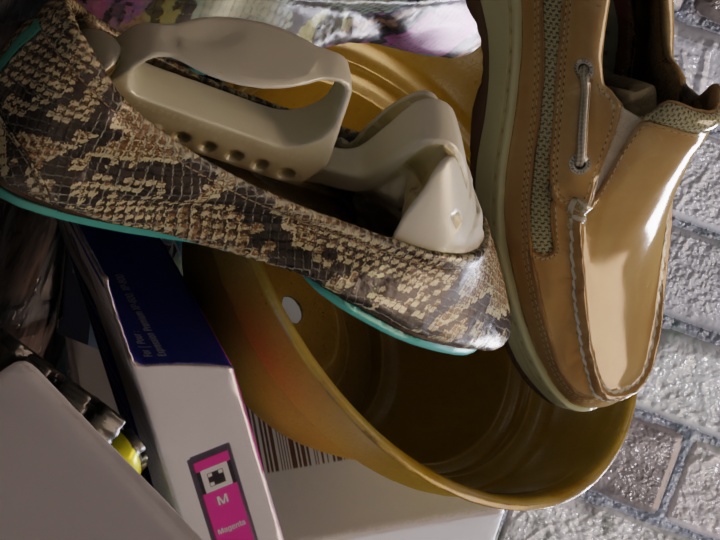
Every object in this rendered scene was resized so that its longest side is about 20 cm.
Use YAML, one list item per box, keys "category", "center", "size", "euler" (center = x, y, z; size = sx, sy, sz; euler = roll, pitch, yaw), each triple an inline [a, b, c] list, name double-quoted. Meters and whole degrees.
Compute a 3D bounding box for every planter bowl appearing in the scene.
- category: "planter bowl"
  center: [0.000, 0.000, 0.955]
  size: [0.083, 0.200, 0.201]
  euler: [-28, -156, 37]

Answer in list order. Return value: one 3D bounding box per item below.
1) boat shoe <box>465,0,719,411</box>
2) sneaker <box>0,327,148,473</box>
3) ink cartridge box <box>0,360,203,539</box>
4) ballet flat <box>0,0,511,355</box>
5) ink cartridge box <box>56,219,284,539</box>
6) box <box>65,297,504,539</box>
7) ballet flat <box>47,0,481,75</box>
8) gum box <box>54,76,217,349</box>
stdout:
- category: "boat shoe"
  center: [0.079, -0.047, 0.889]
  size: [0.072, 0.076, 0.201]
  euler: [-32, 120, -47]
- category: "sneaker"
  center: [-0.120, 0.083, 0.898]
  size: [0.085, 0.078, 0.200]
  euler: [-49, 169, -15]
- category: "ink cartridge box"
  center: [-0.115, 0.133, 0.732]
  size: [0.146, 0.084, 0.200]
  euler: [-39, 163, -23]
- category: "ballet flat"
  center: [-0.017, -0.030, 0.821]
  size: [0.075, 0.200, 0.068]
  euler: [-52, -144, 27]
- category: "ink cartridge box"
  center: [-0.057, 0.056, 0.910]
  size: [0.095, 0.037, 0.200]
  euler: [-124, -166, -55]
- category: "box"
  center: [-0.033, 0.086, 1.128]
  size: [0.200, 0.152, 0.107]
  euler: [99, -19, -70]
- category: "ballet flat"
  center: [-0.012, -0.103, 0.877]
  size: [0.200, 0.069, 0.071]
  euler: [-4, 145, -50]
- category: "gum box"
  center: [-0.049, -0.092, 1.023]
  size: [0.170, 0.044, 0.200]
  euler: [104, 9, -51]
